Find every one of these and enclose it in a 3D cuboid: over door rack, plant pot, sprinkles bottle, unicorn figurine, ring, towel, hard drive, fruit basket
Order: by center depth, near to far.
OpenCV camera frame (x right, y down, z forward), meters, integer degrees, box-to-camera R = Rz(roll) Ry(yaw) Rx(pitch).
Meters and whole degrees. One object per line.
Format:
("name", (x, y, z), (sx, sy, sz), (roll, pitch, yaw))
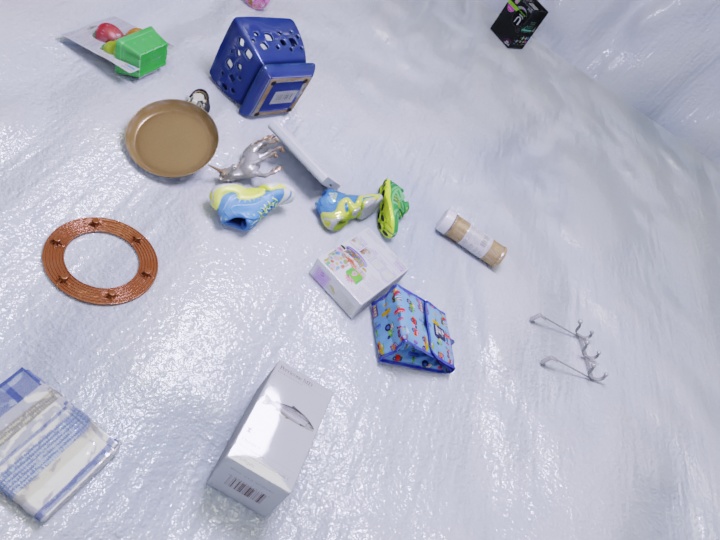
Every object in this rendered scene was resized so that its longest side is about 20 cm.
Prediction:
("towel", (-0.472, 0.247, 0.854), (0.200, 0.024, 0.147), (38, 45, 3))
("ring", (-0.475, -0.024, 1.088), (0.199, 0.019, 0.202), (18, 47, -20))
("plant pot", (-0.414, -0.289, 1.303), (0.198, 0.028, 0.202), (4, 69, -10))
("unicorn figurine", (-0.254, -0.255, 1.383), (0.136, 0.074, 0.200), (-13, 23, 9))
("fruit basket", (-0.582, -0.549, 1.436), (0.199, 0.094, 0.186), (24, 42, 9))
("hard drive", (-0.139, -0.284, 1.478), (0.200, 0.026, 0.132), (47, 7, 10))
("over door rack", (0.553, 0.196, 1.542), (0.199, 0.067, 0.149), (18, 45, -20))
("plant pot", (-0.247, -0.522, 1.542), (0.199, 0.200, 0.181), (-21, 74, -43))
("sprinkles bottle", (0.305, -0.088, 1.620), (0.199, 0.068, 0.068), (34, 43, -4))

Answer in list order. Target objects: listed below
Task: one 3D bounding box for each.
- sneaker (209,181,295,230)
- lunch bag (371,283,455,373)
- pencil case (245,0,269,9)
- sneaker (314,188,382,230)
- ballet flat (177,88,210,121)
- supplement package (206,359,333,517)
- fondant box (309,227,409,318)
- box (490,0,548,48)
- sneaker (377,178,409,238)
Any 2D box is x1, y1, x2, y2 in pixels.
("sneaker", (-0.231, -0.135, 1.305), (0.199, 0.076, 0.106), (-6, 68, -28))
("lunch bag", (0.133, 0.142, 1.312), (0.199, 0.094, 0.151), (23, 43, -33))
("pencil case", (-0.324, -0.927, 1.917), (0.083, 0.086, 0.201), (47, 33, -37))
("sneaker", (-0.032, -0.175, 1.467), (0.105, 0.076, 0.199), (49, 45, 13))
("ballet flat", (-0.406, -0.369, 1.392), (0.073, 0.073, 0.201), (27, 44, -11))
("supplement package", (-0.146, 0.274, 0.976), (0.116, 0.118, 0.201), (31, 43, -6))
("fondant box", (0.000, 0.000, 1.352), (0.144, 0.058, 0.200), (46, 43, 9))
("box", (0.729, -1.150, 2.711), (0.124, 0.200, 0.149), (-15, 63, -39))
("sneaker", (0.091, -0.164, 1.540), (0.083, 0.074, 0.201), (17, 46, -15))
